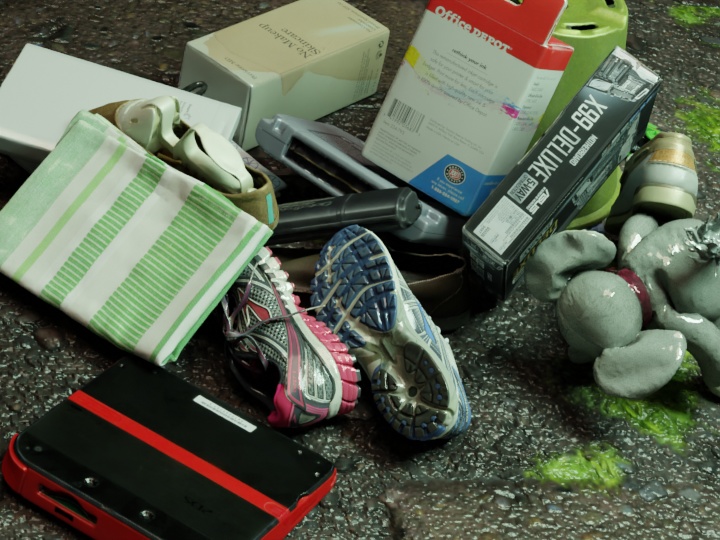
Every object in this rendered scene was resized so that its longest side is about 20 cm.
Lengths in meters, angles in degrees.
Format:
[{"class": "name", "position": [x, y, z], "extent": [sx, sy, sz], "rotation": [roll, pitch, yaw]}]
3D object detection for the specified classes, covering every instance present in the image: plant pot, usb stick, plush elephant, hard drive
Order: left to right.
[{"class": "hard drive", "position": [-0.215, -0.125, 1.560], "extent": [0.200, 0.027, 0.132], "rotation": [17, 42, 0]}, {"class": "usb stick", "position": [-0.047, -0.041, 1.511], "extent": [0.200, 0.033, 0.055], "rotation": [-7, 19, 19]}, {"class": "plant pot", "position": [0.164, -0.168, 1.648], "extent": [0.200, 0.190, 0.200], "rotation": [6, 39, -5]}, {"class": "plush elephant", "position": [0.226, 0.032, 1.477], "extent": [0.155, 0.200, 0.165], "rotation": [-23, 66, -3]}]

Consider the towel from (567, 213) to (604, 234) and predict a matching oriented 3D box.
[{"class": "towel", "position": [0.149, -0.094, 1.722], "extent": [0.147, 0.024, 0.200], "rotation": [5, 37, -10]}]

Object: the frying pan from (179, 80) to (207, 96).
[{"class": "frying pan", "position": [-0.213, -0.122, 1.597], "extent": [0.115, 0.031, 0.190], "rotation": [16, 38, 0]}]

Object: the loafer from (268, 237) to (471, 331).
[{"class": "loafer", "position": [0.000, 0.000, 1.508], "extent": [0.200, 0.071, 0.073], "rotation": [4, 37, -13]}]

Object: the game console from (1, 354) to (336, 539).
[{"class": "game console", "position": [-0.140, 0.145, 1.312], "extent": [0.200, 0.031, 0.177], "rotation": [28, 32, 17]}]

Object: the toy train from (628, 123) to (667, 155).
[{"class": "toy train", "position": [0.233, -0.161, 1.826], "extent": [0.200, 0.042, 0.056], "rotation": [31, 29, 22]}]

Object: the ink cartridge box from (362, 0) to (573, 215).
[{"class": "ink cartridge box", "position": [0.099, -0.161, 1.531], "extent": [0.116, 0.200, 0.067], "rotation": [32, 17, 22]}]

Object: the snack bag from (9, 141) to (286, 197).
[{"class": "snack bag", "position": [-0.198, -0.097, 1.617], "extent": [0.188, 0.021, 0.200], "rotation": [-24, 50, -39]}]

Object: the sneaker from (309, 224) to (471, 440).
[{"class": "sneaker", "position": [0.027, 0.055, 1.431], "extent": [0.085, 0.077, 0.200], "rotation": [29, 32, -57]}]

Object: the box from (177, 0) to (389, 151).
[{"class": "box", "position": [-0.074, -0.194, 1.737], "extent": [0.095, 0.078, 0.200], "rotation": [34, 41, 25]}]

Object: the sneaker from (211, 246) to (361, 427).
[{"class": "sneaker", "position": [-0.083, 0.043, 1.418], "extent": [0.075, 0.081, 0.200], "rotation": [-19, 47, -33]}]

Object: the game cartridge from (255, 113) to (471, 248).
[{"class": "game cartridge", "position": [0.015, -0.077, 1.603], "extent": [0.200, 0.041, 0.133], "rotation": [34, 19, 29]}]

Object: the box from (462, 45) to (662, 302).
[{"class": "box", "position": [0.164, -0.076, 1.499], "extent": [0.050, 0.158, 0.200], "rotation": [39, 82, 11]}]

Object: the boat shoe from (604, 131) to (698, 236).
[{"class": "boat shoe", "position": [0.263, -0.068, 1.586], "extent": [0.075, 0.200, 0.068], "rotation": [13, 80, -1]}]

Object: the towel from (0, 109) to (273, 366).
[{"class": "towel", "position": [-0.190, -0.026, 1.432], "extent": [0.200, 0.023, 0.153], "rotation": [31, 76, 20]}]

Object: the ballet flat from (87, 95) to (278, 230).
[{"class": "ballet flat", "position": [-0.147, -0.099, 1.481], "extent": [0.200, 0.072, 0.068], "rotation": [36, 50, 19]}]
